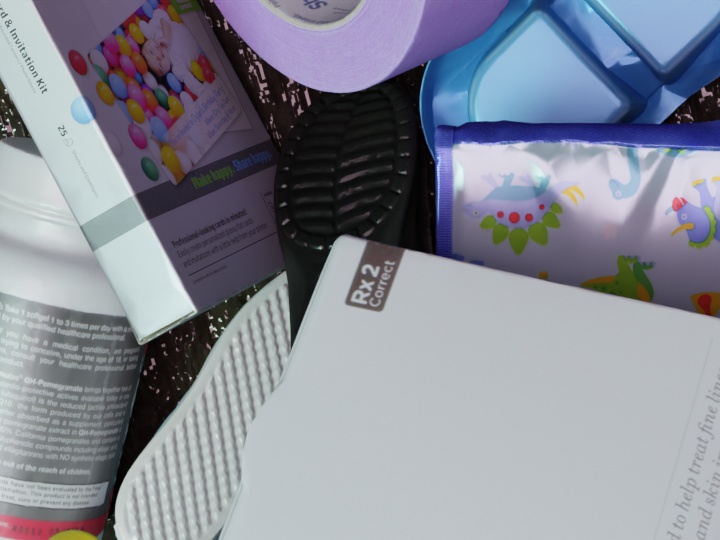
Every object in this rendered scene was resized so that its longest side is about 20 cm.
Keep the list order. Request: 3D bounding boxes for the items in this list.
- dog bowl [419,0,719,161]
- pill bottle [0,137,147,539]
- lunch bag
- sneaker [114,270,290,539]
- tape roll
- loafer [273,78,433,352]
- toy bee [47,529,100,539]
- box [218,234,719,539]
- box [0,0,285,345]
[{"bbox_3d":[0.120,-0.112,1.219,0.200,0.050,0.112,-44,87,12],"label":"dog bowl"},{"bbox_3d":[-0.163,0.039,1.253,0.110,0.111,0.201,15,99,8],"label":"pill bottle"},{"bbox_3d":[0.117,0.009,1.153,0.169,0.128,0.201,0,136,4],"label":"lunch bag"},{"bbox_3d":[-0.055,0.067,1.262,0.074,0.082,0.200,45,78,1],"label":"sneaker"},{"bbox_3d":[-0.012,-0.188,1.164,0.200,0.065,0.201,32,135,38],"label":"tape roll"},{"bbox_3d":[0.000,0.000,1.216,0.073,0.071,0.201,-6,61,18],"label":"loafer"},{"bbox_3d":[-0.139,0.206,1.198,0.200,0.108,0.131,-55,53,34],"label":"toy bee"},{"bbox_3d":[0.056,0.117,1.021,0.199,0.131,0.200,13,62,16],"label":"box"},{"bbox_3d":[-0.106,-0.077,1.207,0.041,0.156,0.201,-29,90,25],"label":"box"}]
